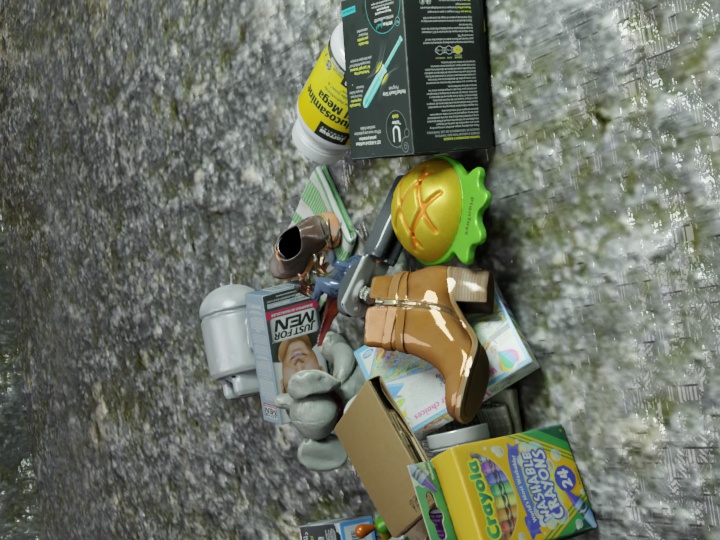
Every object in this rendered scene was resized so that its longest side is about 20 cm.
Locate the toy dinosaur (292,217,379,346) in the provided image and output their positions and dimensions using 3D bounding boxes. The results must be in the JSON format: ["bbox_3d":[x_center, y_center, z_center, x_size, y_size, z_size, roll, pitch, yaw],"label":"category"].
[{"bbox_3d":[0.000,0.000,1.725,0.180,0.105,0.202,0,116,41],"label":"toy dinosaur"}]

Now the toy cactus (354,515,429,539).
[{"bbox_3d":[0.061,0.328,1.651,0.165,0.101,0.203,-146,56,-67],"label":"toy cactus"}]

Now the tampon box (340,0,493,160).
[{"bbox_3d":[0.069,-0.244,1.523,0.149,0.125,0.203,4,100,58],"label":"tampon box"}]

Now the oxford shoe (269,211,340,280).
[{"bbox_3d":[-0.104,-0.035,1.852,0.200,0.072,0.072,-41,63,55],"label":"oxford shoe"}]

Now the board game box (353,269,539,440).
[{"bbox_3d":[0.103,0.109,1.505,0.199,0.034,0.135,-32,62,13],"label":"board game box"}]

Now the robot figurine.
[{"bbox_3d":[-0.206,0.110,2.047,0.169,0.112,0.203,-25,74,52],"label":"robot figurine"}]

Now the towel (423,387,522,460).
[{"bbox_3d":[0.144,0.245,1.574,0.192,0.034,0.203,-8,88,59],"label":"towel"}]

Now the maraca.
[{"bbox_3d":[0.104,-0.072,1.507,0.200,0.106,0.139,-165,78,-64],"label":"maraca"}]

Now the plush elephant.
[{"bbox_3d":[-0.050,0.194,1.766,0.199,0.153,0.167,17,110,57],"label":"plush elephant"}]

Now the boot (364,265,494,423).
[{"bbox_3d":[0.074,0.085,1.456,0.153,0.077,0.202,-2,66,19],"label":"boot"}]

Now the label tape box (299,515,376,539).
[{"bbox_3d":[-0.042,0.459,1.888,0.199,0.065,0.145,-23,76,56],"label":"label tape box"}]

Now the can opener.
[{"bbox_3d":[0.021,-0.032,1.618,0.066,0.052,0.202,26,89,43],"label":"can opener"}]

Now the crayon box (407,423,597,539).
[{"bbox_3d":[0.163,0.256,1.387,0.052,0.198,0.127,-42,61,53],"label":"crayon box"}]

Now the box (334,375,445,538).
[{"bbox_3d":[0.032,0.230,1.493,0.165,0.021,0.200,60,158,15],"label":"box"}]

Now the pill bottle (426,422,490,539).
[{"bbox_3d":[0.138,0.291,1.474,0.112,0.111,0.203,-23,77,57],"label":"pill bottle"}]

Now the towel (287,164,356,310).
[{"bbox_3d":[-0.069,-0.042,1.883,0.154,0.023,0.201,64,143,28],"label":"towel"}]

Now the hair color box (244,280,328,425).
[{"bbox_3d":[-0.110,0.125,1.886,0.060,0.098,0.203,6,107,55],"label":"hair color box"}]

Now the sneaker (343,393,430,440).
[{"bbox_3d":[0.080,0.181,1.583,0.198,0.076,0.089,-20,116,30],"label":"sneaker"}]

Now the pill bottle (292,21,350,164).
[{"bbox_3d":[-0.021,-0.241,1.684,0.200,0.111,0.113,-55,50,47],"label":"pill bottle"}]
